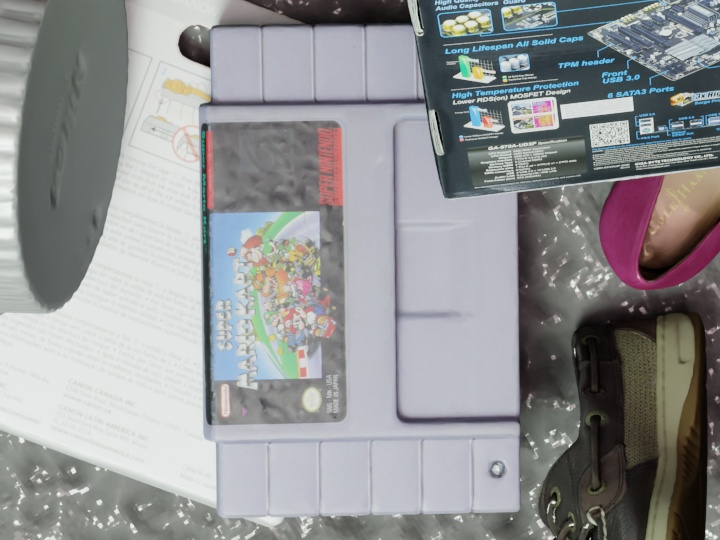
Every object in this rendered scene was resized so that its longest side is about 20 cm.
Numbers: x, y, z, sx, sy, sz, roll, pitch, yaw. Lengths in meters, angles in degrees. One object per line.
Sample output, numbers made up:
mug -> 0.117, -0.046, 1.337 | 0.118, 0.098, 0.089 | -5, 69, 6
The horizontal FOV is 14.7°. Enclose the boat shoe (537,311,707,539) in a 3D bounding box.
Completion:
boat shoe -> 0.103, 0.097, 1.113 | 0.065, 0.200, 0.073 | -1, 129, 13

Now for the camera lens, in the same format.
camera lens -> -0.204, -0.067, 1.064 | 0.200, 0.160, 0.160 | 8, 108, 10

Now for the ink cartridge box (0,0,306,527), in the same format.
ink cartridge box -> -0.073, -0.012, 1.162 | 0.162, 0.057, 0.200 | 21, 87, -5

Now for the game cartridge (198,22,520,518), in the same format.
game cartridge -> 0.000, 0.000, 1.130 | 0.130, 0.038, 0.200 | -2, 93, -8

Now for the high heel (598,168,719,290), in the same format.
high heel -> 0.166, -0.076, 1.097 | 0.067, 0.096, 0.200 | 30, 106, -8

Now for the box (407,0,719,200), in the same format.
box -> 0.117, -0.098, 1.007 | 0.200, 0.046, 0.159 | -7, 145, 5
